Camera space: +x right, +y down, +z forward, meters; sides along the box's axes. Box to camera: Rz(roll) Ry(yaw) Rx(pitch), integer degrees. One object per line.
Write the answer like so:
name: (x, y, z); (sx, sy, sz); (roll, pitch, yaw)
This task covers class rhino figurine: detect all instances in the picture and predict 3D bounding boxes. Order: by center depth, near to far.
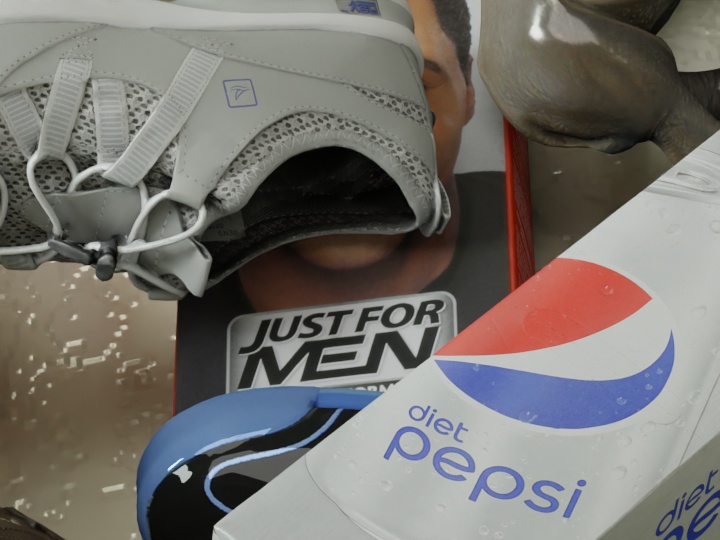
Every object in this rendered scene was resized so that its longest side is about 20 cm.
rhino figurine: (0.080, -0.124, 0.817); (0.087, 0.060, 0.201); (6, 80, -5)

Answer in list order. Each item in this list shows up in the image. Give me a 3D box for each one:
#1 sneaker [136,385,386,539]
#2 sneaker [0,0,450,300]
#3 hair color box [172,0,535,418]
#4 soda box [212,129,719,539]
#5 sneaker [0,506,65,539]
sneaker: (0.036, 0.087, 0.714); (0.199, 0.070, 0.078); (15, 23, -1)
sneaker: (-0.066, -0.029, 0.761); (0.199, 0.075, 0.082); (-13, 59, -18)
hair color box: (0.000, 0.000, 0.832); (0.101, 0.061, 0.201); (-7, 53, 8)
soda box: (0.052, 0.045, 0.672); (0.063, 0.068, 0.200); (35, 51, 24)
sneaker: (-0.077, 0.096, 0.754); (0.199, 0.076, 0.071); (29, 105, -10)
